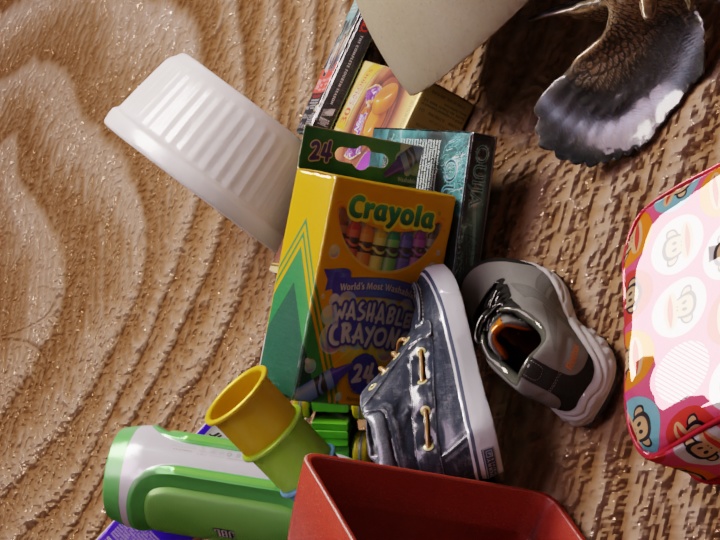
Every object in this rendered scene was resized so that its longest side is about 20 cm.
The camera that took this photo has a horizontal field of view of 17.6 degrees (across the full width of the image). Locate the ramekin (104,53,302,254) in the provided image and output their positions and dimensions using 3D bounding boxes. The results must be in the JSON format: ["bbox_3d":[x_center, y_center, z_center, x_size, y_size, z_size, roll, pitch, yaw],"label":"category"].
[{"bbox_3d":[-0.121,-0.109,2.060,0.094,0.202,0.202,-53,31,1],"label":"ramekin"}]

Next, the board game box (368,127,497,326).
[{"bbox_3d":[0.044,-0.010,1.828,0.135,0.028,0.201,8,90,55],"label":"board game box"}]

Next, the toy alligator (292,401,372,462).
[{"bbox_3d":[-0.020,0.090,1.839,0.054,0.059,0.201,-59,-31,-69],"label":"toy alligator"}]

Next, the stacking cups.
[{"bbox_3d":[-0.029,0.160,1.707,0.060,0.200,0.061,-36,18,14],"label":"stacking cups"}]

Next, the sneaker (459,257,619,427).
[{"bbox_3d":[0.115,0.038,1.682,0.074,0.079,0.200,-61,29,12],"label":"sneaker"}]

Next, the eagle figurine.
[{"bbox_3d":[0.197,-0.190,1.696,0.152,0.151,0.200,-36,-20,-27],"label":"eagle figurine"}]

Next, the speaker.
[{"bbox_3d":[-0.095,0.172,1.810,0.088,0.199,0.089,8,-90,-77],"label":"speaker"}]

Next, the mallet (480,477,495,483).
[{"bbox_3d":[0.046,0.229,1.669,0.041,0.066,0.201,-9,62,54],"label":"mallet"}]

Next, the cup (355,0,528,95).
[{"bbox_3d":[0.064,-0.258,1.831,0.200,0.143,0.200,-42,9,8],"label":"cup"}]

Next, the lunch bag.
[{"bbox_3d":[0.249,0.020,1.474,0.176,0.082,0.201,-33,43,43],"label":"lunch bag"}]

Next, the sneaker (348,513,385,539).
[{"bbox_3d":[-0.025,0.228,1.672,0.105,0.076,0.201,39,134,40],"label":"sneaker"}]

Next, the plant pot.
[{"bbox_3d":[0.049,0.259,1.536,0.177,0.199,0.200,-69,27,20],"label":"plant pot"}]

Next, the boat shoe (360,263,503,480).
[{"bbox_3d":[0.040,0.075,1.682,0.201,0.090,0.071,-103,1,-48],"label":"boat shoe"}]

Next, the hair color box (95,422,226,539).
[{"bbox_3d":[-0.150,0.198,1.924,0.200,0.065,0.109,-48,-6,11],"label":"hair color box"}]

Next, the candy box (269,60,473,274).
[{"bbox_3d":[0.007,-0.068,1.953,0.117,0.056,0.201,27,91,60],"label":"candy box"}]

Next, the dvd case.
[{"bbox_3d":[-0.003,-0.209,2.051,0.146,0.022,0.201,-153,86,-84],"label":"dvd case"}]

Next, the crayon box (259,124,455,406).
[{"bbox_3d":[0.000,0.000,1.750,0.051,0.125,0.201,14,95,48],"label":"crayon box"}]
